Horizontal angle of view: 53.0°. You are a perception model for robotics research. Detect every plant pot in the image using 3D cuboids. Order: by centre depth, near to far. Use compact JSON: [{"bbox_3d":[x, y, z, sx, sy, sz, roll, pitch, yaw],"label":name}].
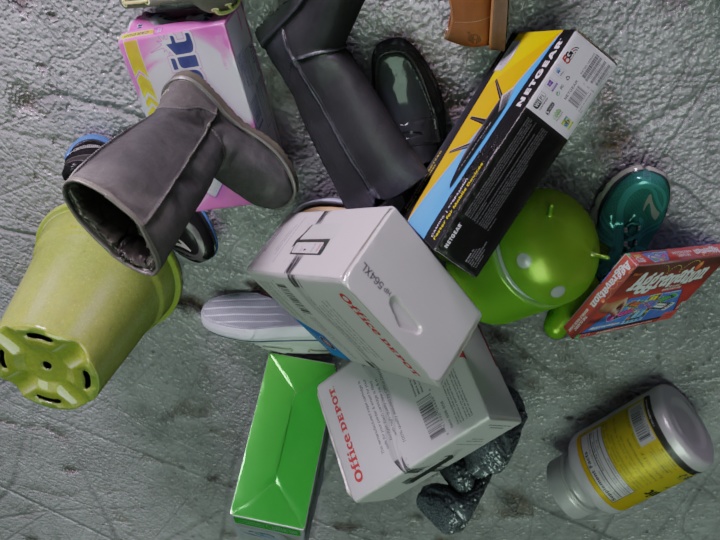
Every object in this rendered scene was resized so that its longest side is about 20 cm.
[{"bbox_3d":[-0.338,0.053,0.868,0.194,0.186,0.205,5,128,6],"label":"plant pot"}]

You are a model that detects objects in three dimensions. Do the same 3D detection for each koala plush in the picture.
[{"bbox_3d":[0.097,0.184,0.928,0.197,0.184,0.180,31,124,12],"label":"koala plush"}]

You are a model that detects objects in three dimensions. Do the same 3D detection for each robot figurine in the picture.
[{"bbox_3d":[0.163,-0.012,0.744,0.174,0.117,0.199,36,155,-11],"label":"robot figurine"}]

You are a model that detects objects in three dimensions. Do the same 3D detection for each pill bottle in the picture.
[{"bbox_3d":[0.341,0.243,0.936,0.110,0.113,0.200,36,126,-18],"label":"pill bottle"}]

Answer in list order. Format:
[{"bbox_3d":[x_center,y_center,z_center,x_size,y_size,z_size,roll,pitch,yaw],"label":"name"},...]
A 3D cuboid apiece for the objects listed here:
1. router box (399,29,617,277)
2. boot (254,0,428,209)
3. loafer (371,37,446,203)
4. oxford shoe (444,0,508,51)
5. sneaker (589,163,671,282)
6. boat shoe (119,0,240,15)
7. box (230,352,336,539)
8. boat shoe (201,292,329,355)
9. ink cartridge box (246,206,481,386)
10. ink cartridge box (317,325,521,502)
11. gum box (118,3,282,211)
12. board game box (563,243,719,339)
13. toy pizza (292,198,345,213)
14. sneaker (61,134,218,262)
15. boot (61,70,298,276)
[{"bbox_3d":[0.119,-0.108,0.637,0.050,0.149,0.203,30,99,-15],"label":"router box"},{"bbox_3d":[0.003,-0.166,0.661,0.163,0.065,0.204,-23,96,49],"label":"boot"},{"bbox_3d":[0.057,-0.130,0.728,0.066,0.071,0.204,-9,125,16],"label":"loafer"},{"bbox_3d":[0.094,-0.284,0.607,0.069,0.072,0.204,5,129,12],"label":"oxford shoe"},{"bbox_3d":[0.277,-0.017,0.769,0.075,0.081,0.204,11,128,1],"label":"sneaker"},{"bbox_3d":[-0.139,-0.270,0.659,0.196,0.073,0.062,7,130,14],"label":"boat shoe"},{"bbox_3d":[-0.091,0.240,0.929,0.094,0.205,0.178,10,150,1],"label":"box"},{"bbox_3d":[-0.104,0.079,0.916,0.194,0.074,0.068,5,128,6],"label":"boat shoe"},{"bbox_3d":[-0.001,0.020,0.692,0.146,0.085,0.198,47,159,-25],"label":"ink cartridge box"},{"bbox_3d":[0.059,0.150,0.817,0.199,0.147,0.083,-37,148,26],"label":"ink cartridge box"},{"bbox_3d":[-0.155,-0.167,0.741,0.110,0.067,0.204,-5,126,12],"label":"gum box"},{"bbox_3d":[0.302,0.020,0.752,0.196,0.020,0.104,-6,137,-39],"label":"board game box"},{"bbox_3d":[0.000,0.000,0.816,0.196,0.032,0.202,22,147,15],"label":"toy pizza"},{"bbox_3d":[-0.252,-0.068,0.825,0.198,0.084,0.070,38,125,-19],"label":"sneaker"},{"bbox_3d":[-0.145,-0.071,0.641,0.181,0.202,0.072,38,123,-21],"label":"boot"}]
